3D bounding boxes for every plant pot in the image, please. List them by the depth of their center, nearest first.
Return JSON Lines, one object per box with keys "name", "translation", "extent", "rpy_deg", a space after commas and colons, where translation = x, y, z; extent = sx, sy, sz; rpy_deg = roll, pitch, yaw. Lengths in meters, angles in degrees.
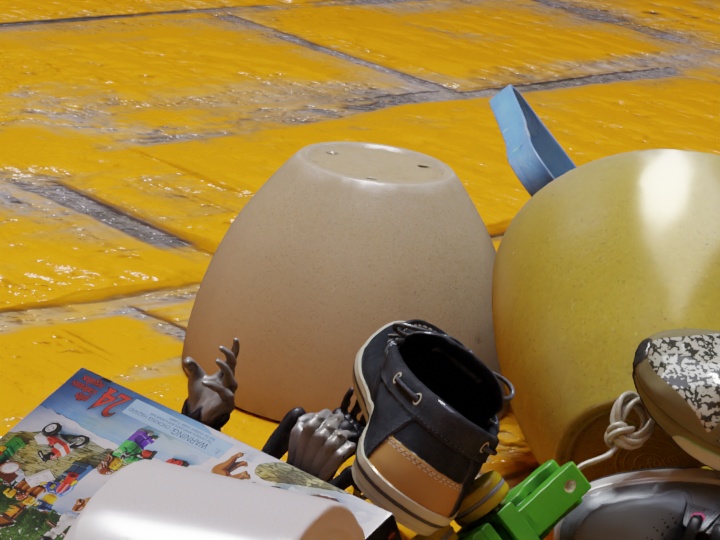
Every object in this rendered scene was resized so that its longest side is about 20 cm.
{"name": "plant pot", "translation": [0.160, 0.058, 1.364], "extent": [0.200, 0.200, 0.142], "rpy_deg": [9, 40, 4]}
{"name": "plant pot", "translation": [0.000, 0.000, 1.531], "extent": [0.200, 0.135, 0.200], "rpy_deg": [6, 17, -2]}

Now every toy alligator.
{"name": "toy alligator", "translation": [0.068, 0.125, 1.228], "extent": [0.200, 0.059, 0.054], "rpy_deg": [-40, 4, -36]}

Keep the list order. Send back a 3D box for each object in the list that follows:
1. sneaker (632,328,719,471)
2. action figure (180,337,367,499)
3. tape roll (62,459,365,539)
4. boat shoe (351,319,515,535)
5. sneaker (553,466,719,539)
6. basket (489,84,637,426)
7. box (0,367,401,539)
{"name": "sneaker", "translation": [0.230, 0.058, 1.236], "extent": [0.200, 0.089, 0.077], "rpy_deg": [17, 51, 4]}
{"name": "action figure", "translation": [-0.052, 0.093, 1.263], "extent": [0.119, 0.102, 0.200], "rpy_deg": [35, 28, 34]}
{"name": "tape roll", "translation": [-0.059, 0.166, 0.843], "extent": [0.071, 0.203, 0.202], "rpy_deg": [12, 17, 13]}
{"name": "boat shoe", "translation": [0.036, 0.060, 1.227], "extent": [0.075, 0.062, 0.200], "rpy_deg": [34, 15, -6]}
{"name": "sneaker", "translation": [0.189, 0.150, 1.220], "extent": [0.200, 0.084, 0.121], "rpy_deg": [10, 7, 4]}
{"name": "basket", "translation": [0.145, -0.012, 1.520], "extent": [0.200, 0.139, 0.176], "rpy_deg": [47, 13, -15]}
{"name": "box", "translation": [-0.097, 0.126, 1.130], "extent": [0.200, 0.038, 0.137], "rpy_deg": [21, 51, 38]}
